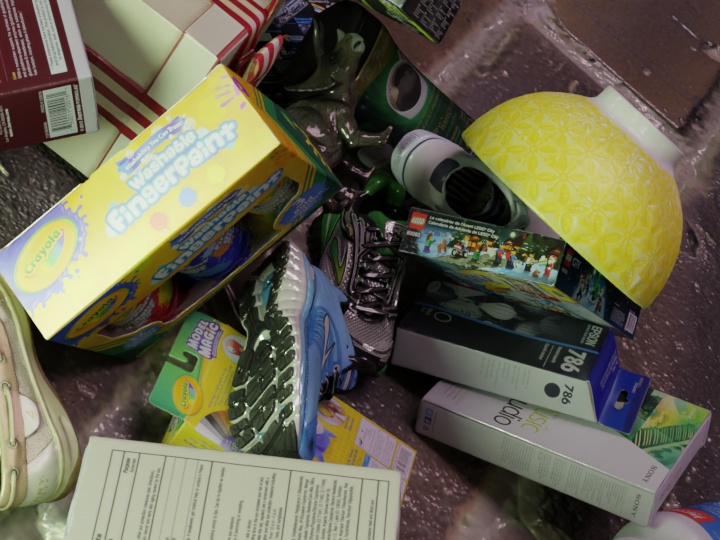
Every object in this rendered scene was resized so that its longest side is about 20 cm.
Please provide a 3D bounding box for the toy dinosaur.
[{"bbox_3d":[-0.041,-0.094,1.569,0.102,0.077,0.201,31,58,4],"label":"toy dinosaur"}]

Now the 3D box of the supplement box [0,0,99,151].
[{"bbox_3d":[-0.289,-0.132,1.383,0.198,0.061,0.109,-12,55,-10],"label":"supplement box"}]

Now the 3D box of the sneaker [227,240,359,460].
[{"bbox_3d":[-0.034,0.066,1.405,0.090,0.078,0.201,30,38,-23],"label":"sneaker"}]

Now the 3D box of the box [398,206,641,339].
[{"bbox_3d":[0.133,0.004,1.613,0.136,0.038,0.200,14,-7,27],"label":"box"}]

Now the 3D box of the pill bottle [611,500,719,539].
[{"bbox_3d":[0.258,0.238,1.551,0.199,0.112,0.113,-2,53,-46],"label":"pill bottle"}]

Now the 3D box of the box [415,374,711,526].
[{"bbox_3d":[0.162,0.119,1.580,0.199,0.037,0.144,22,31,18],"label":"box"}]

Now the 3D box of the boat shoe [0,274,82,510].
[{"bbox_3d":[-0.250,0.062,1.291,0.063,0.073,0.202,-7,64,-52],"label":"boat shoe"}]

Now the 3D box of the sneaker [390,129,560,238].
[{"bbox_3d":[0.105,-0.048,1.648,0.199,0.073,0.071,24,13,-43],"label":"sneaker"}]

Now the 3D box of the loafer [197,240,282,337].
[{"bbox_3d":[-0.087,0.003,1.505,0.073,0.071,0.201,-13,62,-49],"label":"loafer"}]

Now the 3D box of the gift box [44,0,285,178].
[{"bbox_3d":[-0.160,-0.186,1.542,0.186,0.185,0.200,38,39,-1],"label":"gift box"}]

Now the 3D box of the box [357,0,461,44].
[{"bbox_3d":[-0.023,-0.254,1.588,0.192,0.048,0.200,28,3,11],"label":"box"}]

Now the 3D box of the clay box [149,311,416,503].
[{"bbox_3d":[-0.061,0.123,1.424,0.199,0.048,0.115,34,36,-9],"label":"clay box"}]

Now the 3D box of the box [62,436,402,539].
[{"bbox_3d":[-0.078,0.191,1.214,0.198,0.110,0.128,6,41,1],"label":"box"}]

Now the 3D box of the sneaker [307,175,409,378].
[{"bbox_3d":[0.000,0.000,1.582,0.078,0.085,0.201,24,39,-24],"label":"sneaker"}]

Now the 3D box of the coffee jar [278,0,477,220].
[{"bbox_3d":[0.023,-0.130,1.699,0.200,0.085,0.105,44,49,-23],"label":"coffee jar"}]

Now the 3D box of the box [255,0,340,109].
[{"bbox_3d":[-0.086,-0.211,1.755,0.199,0.046,0.160,-7,58,-47],"label":"box"}]

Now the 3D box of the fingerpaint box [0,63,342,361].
[{"bbox_3d":[-0.124,-0.032,1.349,0.074,0.200,0.167,52,6,15],"label":"fingerpaint box"}]

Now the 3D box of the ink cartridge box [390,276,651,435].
[{"bbox_3d":[0.132,0.065,1.592,0.198,0.039,0.100,16,28,10],"label":"ink cartridge box"}]

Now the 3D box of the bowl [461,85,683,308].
[{"bbox_3d":[0.185,-0.076,1.549,0.200,0.108,0.200,43,8,-7],"label":"bowl"}]
